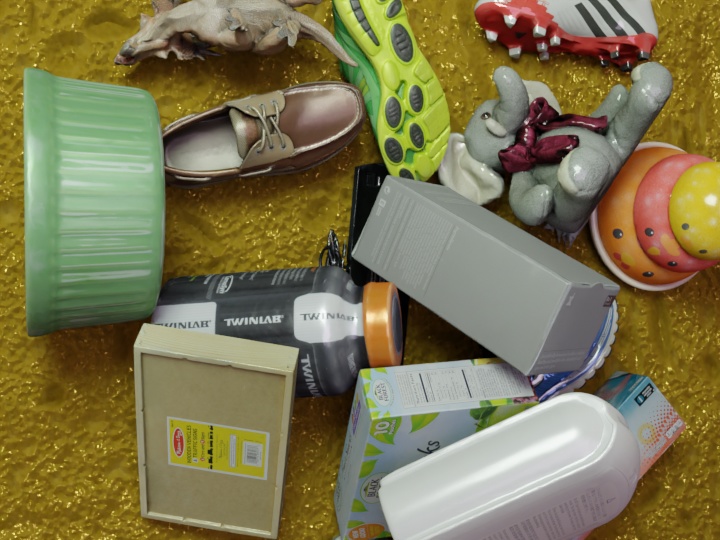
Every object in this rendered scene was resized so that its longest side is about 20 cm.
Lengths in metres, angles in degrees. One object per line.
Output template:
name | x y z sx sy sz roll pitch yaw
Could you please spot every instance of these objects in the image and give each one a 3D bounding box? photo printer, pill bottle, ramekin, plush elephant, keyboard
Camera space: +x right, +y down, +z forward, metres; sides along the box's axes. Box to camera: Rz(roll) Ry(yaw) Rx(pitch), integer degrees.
photo printer | 0.127 0.176 0.711 0.197 0.167 0.070 -26 55 5
pill bottle | -0.064 0.052 0.741 0.196 0.106 0.109 -5 90 11
ramekin | -0.211 -0.052 0.700 0.096 0.199 0.205 -1 89 -20
plush elephant | 0.161 -0.118 0.813 0.154 0.201 0.165 36 67 12
keyboard | 0.000 0.000 0.835 0.103 0.039 0.205 7 86 -36

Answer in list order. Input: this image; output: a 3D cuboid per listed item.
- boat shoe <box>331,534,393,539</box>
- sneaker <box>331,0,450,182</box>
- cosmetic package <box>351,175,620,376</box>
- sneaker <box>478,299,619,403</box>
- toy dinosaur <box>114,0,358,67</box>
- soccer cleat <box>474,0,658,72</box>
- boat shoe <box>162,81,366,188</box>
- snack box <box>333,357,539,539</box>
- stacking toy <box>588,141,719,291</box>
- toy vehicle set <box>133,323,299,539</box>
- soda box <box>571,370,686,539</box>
boat shoe | 0.064 0.283 0.822 0.198 0.065 0.076 12 87 -13
sneaker | 0.026 -0.176 0.811 0.073 0.084 0.204 -20 102 -8
cosmetic package | 0.103 0.001 0.748 0.106 0.199 0.091 6 116 -50
sneaker | 0.165 0.081 0.842 0.089 0.078 0.201 42 81 -12
toy dinosaur | -0.103 -0.213 0.767 0.196 0.135 0.088 8 78 -21
soccer cleat | 0.200 -0.251 0.864 0.196 0.069 0.087 6 79 -16
boat shoe | -0.089 -0.114 0.767 0.196 0.072 0.077 -18 94 3
snack box | 0.057 0.157 0.764 0.139 0.202 0.054 -3 48 -12
stacking toy | 0.312 -0.056 0.815 0.143 0.200 0.150 0 89 -13
toy vehicle set | -0.119 0.137 0.727 0.122 0.027 0.203 10 126 1
soda box | 0.216 0.191 0.860 0.200 0.064 0.069 -43 98 -11
